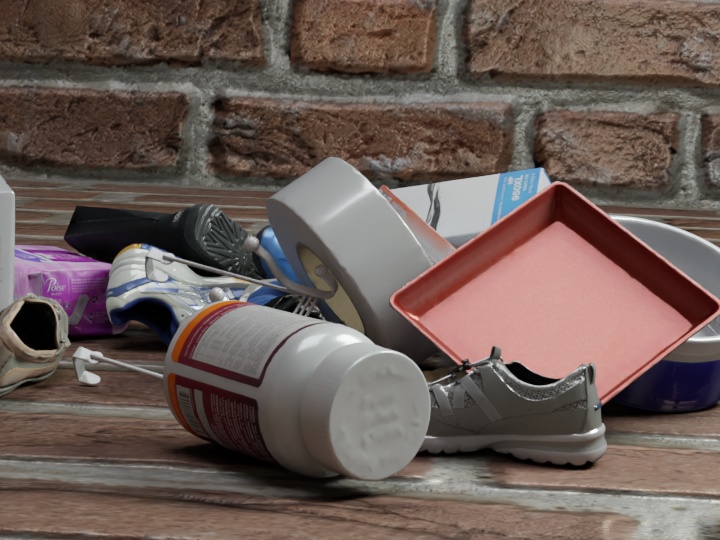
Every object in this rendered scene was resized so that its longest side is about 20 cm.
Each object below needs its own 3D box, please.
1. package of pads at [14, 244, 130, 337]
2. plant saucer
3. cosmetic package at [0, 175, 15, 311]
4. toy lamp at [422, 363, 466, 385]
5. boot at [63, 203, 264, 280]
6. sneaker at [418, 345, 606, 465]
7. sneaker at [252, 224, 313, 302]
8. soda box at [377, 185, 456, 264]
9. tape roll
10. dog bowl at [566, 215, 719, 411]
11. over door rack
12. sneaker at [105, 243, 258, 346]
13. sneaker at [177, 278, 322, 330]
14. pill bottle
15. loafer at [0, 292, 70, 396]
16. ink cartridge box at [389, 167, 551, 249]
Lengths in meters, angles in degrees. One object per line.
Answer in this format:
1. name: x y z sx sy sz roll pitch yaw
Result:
1. package of pads: -0.327 0.019 1.913 0.120 0.076 0.200 -2 9 -33
2. plant saucer: 0.159 0.038 1.528 0.199 0.037 0.200 -34 55 -21
3. cosmetic package: -0.414 -0.006 1.740 0.164 0.165 0.200 0 8 -16
4. toy lamp: 0.064 0.091 1.542 0.058 0.058 0.200 9 11 43
5. boot: -0.191 -0.008 1.927 0.200 0.066 0.165 -3 -42 40
6. sneaker: 0.089 0.095 1.411 0.199 0.082 0.075 4 7 13
7. sneaker: -0.019 0.011 1.839 0.200 0.066 0.078 35 -18 -37
8. soda box: 0.066 0.005 1.775 0.200 0.068 0.064 45 -3 40
9. tape roll: 0.000 0.000 1.666 0.071 0.203 0.202 -36 18 -13
10. dog bowl: 0.249 0.035 1.643 0.199 0.079 0.200 10 31 -6
11. over door rack: -0.139 0.038 1.595 0.199 0.067 0.148 6 44 28
12. sneaker: -0.155 0.048 1.826 0.199 0.075 0.088 17 50 -6
13. sneaker: -0.072 0.053 1.708 0.111 0.077 0.200 1 9 27
14. pill bottle: -0.047 0.087 1.332 0.109 0.110 0.200 -4 9 -38
15. loafer: -0.284 0.056 1.602 0.063 0.072 0.200 -41 3 16
16. ink cartridge box: 0.113 -0.019 1.904 0.199 0.084 0.145 -7 -40 25
